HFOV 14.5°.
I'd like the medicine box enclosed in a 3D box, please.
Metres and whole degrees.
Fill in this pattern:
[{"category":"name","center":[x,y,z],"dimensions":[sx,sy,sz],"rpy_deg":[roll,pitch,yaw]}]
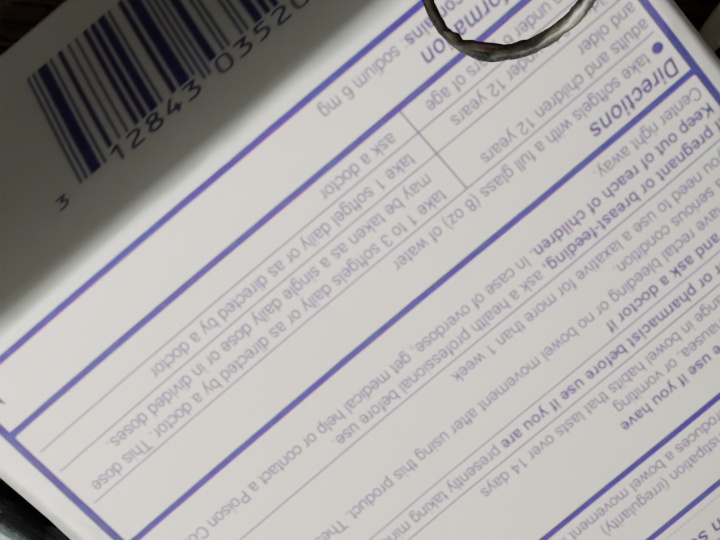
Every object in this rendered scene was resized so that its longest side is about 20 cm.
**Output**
[{"category":"medicine box","center":[0.014,0.007,0.687],"dimensions":[0.182,0.103,0.200],"rpy_deg":[-40,124,4]}]

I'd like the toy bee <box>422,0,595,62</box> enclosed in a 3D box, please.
[{"category":"toy bee","center":[0.088,-0.138,0.560],"dimensions":[0.109,0.131,0.200],"rpy_deg":[10,128,-50]}]

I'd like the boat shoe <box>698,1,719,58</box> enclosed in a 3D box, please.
[{"category":"boat shoe","center":[0.114,-0.025,0.803],"dimensions":[0.074,0.060,0.200],"rpy_deg":[-17,147,-44]}]

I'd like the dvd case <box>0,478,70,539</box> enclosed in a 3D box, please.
[{"category":"dvd case","center":[-0.126,0.042,0.713],"dimensions":[0.200,0.146,0.022],"rpy_deg":[37,90,-27]}]
